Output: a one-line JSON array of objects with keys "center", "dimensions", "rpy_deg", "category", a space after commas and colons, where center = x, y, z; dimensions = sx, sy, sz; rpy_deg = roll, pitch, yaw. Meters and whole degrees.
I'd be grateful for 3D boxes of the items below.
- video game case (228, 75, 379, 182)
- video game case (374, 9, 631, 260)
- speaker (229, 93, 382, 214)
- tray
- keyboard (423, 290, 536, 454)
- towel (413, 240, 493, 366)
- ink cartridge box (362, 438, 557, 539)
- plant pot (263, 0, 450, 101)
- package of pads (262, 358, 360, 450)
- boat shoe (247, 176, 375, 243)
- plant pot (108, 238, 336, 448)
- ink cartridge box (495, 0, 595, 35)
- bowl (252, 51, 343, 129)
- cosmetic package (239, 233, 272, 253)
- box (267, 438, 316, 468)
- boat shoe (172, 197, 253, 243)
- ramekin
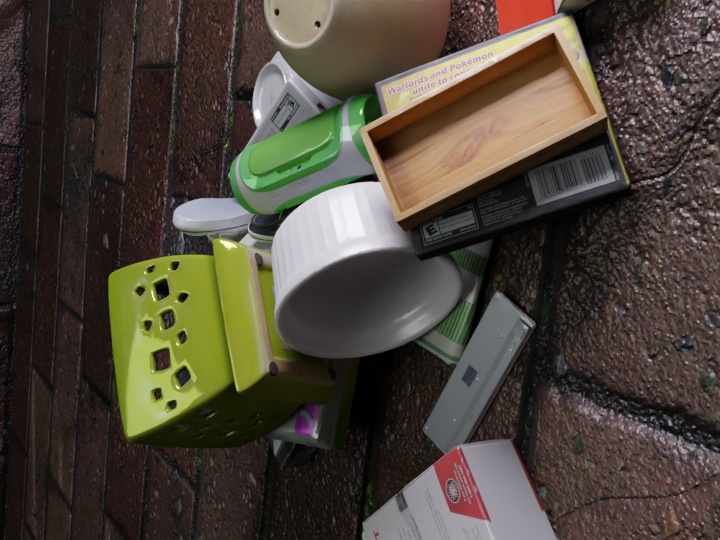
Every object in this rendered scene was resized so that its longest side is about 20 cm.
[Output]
[{"center": [-0.070, -0.119, 1.067], "dimensions": [0.182, 0.024, 0.200], "rpy_deg": [46, 134, 2], "category": "video game case"}, {"center": [0.126, -0.124, 0.762], "dimensions": [0.197, 0.025, 0.183], "rpy_deg": [-17, 72, 14], "category": "video game case"}, {"center": [-0.052, -0.125, 0.914], "dimensions": [0.198, 0.088, 0.090], "rpy_deg": [-18, 75, 36], "category": "speaker"}, {"center": [0.107, -0.125, 0.735], "dimensions": [0.198, 0.037, 0.100], "rpy_deg": [-26, 70, 11], "category": "tray"}, {"center": [0.122, 0.117, 0.874], "dimensions": [0.056, 0.011, 0.202], "rpy_deg": [47, 127, 36], "category": "keyboard"}, {"center": [0.088, -0.012, 0.920], "dimensions": [0.152, 0.023, 0.203], "rpy_deg": [30, 113, 50], "category": "towel"}, {"center": [0.100, 0.286, 0.846], "dimensions": [0.200, 0.082, 0.148], "rpy_deg": [-50, 50, 42], "category": "ink cartridge box"}, {"center": [-0.024, -0.274, 0.861], "dimensions": [0.198, 0.134, 0.204], "rpy_deg": [9, 106, 35], "category": "plant pot"}, {"center": [-0.077, 0.116, 1.046], "dimensions": [0.153, 0.068, 0.203], "rpy_deg": [0, 72, 37], "category": "package of pads"}, {"center": [-0.063, -0.084, 1.015], "dimensions": [0.198, 0.075, 0.063], "rpy_deg": [-13, 120, 34], "category": "boat shoe"}, {"center": [-0.147, 0.081, 0.939], "dimensions": [0.180, 0.198, 0.203], "rpy_deg": [-22, 68, 25], "category": "plant pot"}, {"center": [0.180, -0.321, 0.765], "dimensions": [0.199, 0.047, 0.163], "rpy_deg": [-18, 75, 52], "category": "ink cartridge box"}, {"center": [-0.086, -0.226, 1.114], "dimensions": [0.200, 0.089, 0.205], "rpy_deg": [0, 90, 56], "category": "bowl"}, {"center": [-0.084, -0.024, 1.058], "dimensions": [0.198, 0.083, 0.051], "rpy_deg": [-10, 119, 36], "category": "cosmetic package"}, {"center": [-0.103, 0.149, 1.169], "dimensions": [0.201, 0.049, 0.159], "rpy_deg": [58, 133, 37], "category": "box"}, {"center": [-0.183, -0.055, 1.162], "dimensions": [0.074, 0.201, 0.087], "rpy_deg": [25, 115, 29], "category": "boat shoe"}, {"center": [0.000, 0.000, 0.864], "dimensions": [0.201, 0.198, 0.099], "rpy_deg": [-51, 42, 41], "category": "ramekin"}]
